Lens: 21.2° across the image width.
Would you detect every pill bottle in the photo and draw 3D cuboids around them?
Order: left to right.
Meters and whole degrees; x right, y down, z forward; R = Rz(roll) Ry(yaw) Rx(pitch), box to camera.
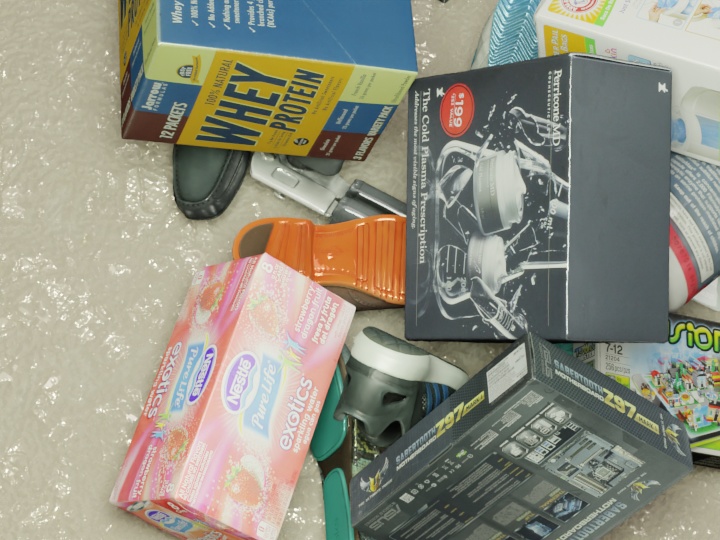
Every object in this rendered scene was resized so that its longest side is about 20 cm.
[{"bbox_3d":[0.278,-0.068,1.513,0.200,0.120,0.120,-37,75,-14],"label":"pill bottle"}]

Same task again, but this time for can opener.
[{"bbox_3d":[0.001,-0.056,1.545,0.199,0.067,0.053,31,43,3],"label":"can opener"}]

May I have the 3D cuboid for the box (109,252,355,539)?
[{"bbox_3d":[-0.094,0.099,1.433,0.094,0.102,0.201,31,66,-29],"label":"box"}]

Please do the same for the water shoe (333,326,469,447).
[{"bbox_3d":[0.023,0.091,1.431,0.071,0.200,0.079,25,89,20],"label":"water shoe"}]

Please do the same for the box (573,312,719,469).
[{"bbox_3d":[0.254,0.092,1.480,0.199,0.035,0.111,11,69,-26],"label":"box"}]

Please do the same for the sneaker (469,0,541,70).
[{"bbox_3d":[0.116,-0.129,1.585,0.076,0.081,0.201,20,87,1],"label":"sneaker"}]

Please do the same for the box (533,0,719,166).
[{"bbox_3d":[0.242,-0.162,1.443,0.199,0.113,0.102,20,59,23],"label":"box"}]

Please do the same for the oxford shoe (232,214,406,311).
[{"bbox_3d":[0.000,0.000,1.516,0.199,0.073,0.072,8,65,3],"label":"oxford shoe"}]

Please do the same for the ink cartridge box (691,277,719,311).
[{"bbox_3d":[0.265,-0.085,1.604,0.160,0.047,0.201,24,84,4],"label":"ink cartridge box"}]

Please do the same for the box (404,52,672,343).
[{"bbox_3d":[0.127,-0.047,1.402,0.104,0.182,0.201,3,86,-38],"label":"box"}]

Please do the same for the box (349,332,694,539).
[{"bbox_3d":[0.113,0.147,1.375,0.157,0.200,0.051,30,36,-26],"label":"box"}]

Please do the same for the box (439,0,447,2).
[{"bbox_3d":[0.089,-0.353,1.654,0.122,0.106,0.200,35,68,9],"label":"box"}]

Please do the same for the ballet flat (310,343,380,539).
[{"bbox_3d":[0.000,0.146,1.470,0.074,0.074,0.201,-3,70,-7],"label":"ballet flat"}]

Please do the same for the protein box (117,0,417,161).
[{"bbox_3d":[-0.077,-0.209,1.488,0.199,0.135,0.199,4,62,-18],"label":"protein box"}]

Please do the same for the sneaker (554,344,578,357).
[{"bbox_3d":[0.148,0.089,1.485,0.080,0.077,0.200,51,59,-18],"label":"sneaker"}]

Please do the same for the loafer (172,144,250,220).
[{"bbox_3d":[-0.122,-0.138,1.559,0.068,0.070,0.201,-1,65,19],"label":"loafer"}]
